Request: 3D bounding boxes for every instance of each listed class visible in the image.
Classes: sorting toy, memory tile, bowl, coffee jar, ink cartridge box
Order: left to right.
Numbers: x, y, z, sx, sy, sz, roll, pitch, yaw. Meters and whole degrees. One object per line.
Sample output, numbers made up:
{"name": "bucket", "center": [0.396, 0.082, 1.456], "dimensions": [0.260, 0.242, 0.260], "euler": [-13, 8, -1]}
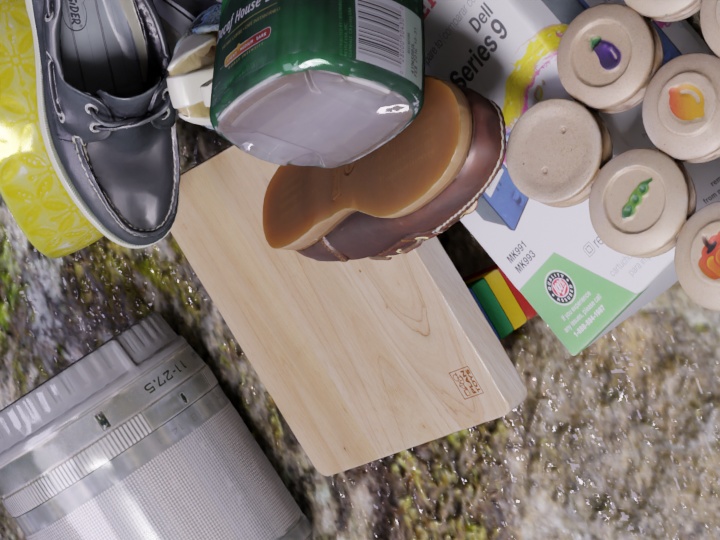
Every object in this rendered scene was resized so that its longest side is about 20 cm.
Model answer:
{"name": "bowl", "center": [-0.158, -0.117, 1.518], "dimensions": [0.107, 0.200, 0.201], "euler": [-16, 110, 8]}
{"name": "coffee jar", "center": [-0.017, -0.157, 1.234], "dimensions": [0.104, 0.085, 0.200], "euler": [-31, 48, 50]}
{"name": "sorting toy", "center": [0.000, 0.000, 1.480], "dimensions": [0.199, 0.070, 0.200], "euler": [-24, 98, 54]}
{"name": "ink cartridge box", "center": [0.099, -0.080, 1.291], "dimensions": [0.200, 0.087, 0.145], "euler": [52, 145, 9]}
{"name": "memory tile", "center": [0.163, -0.095, 1.162], "dimensions": [0.153, 0.017, 0.200], "euler": [35, 101, 30]}

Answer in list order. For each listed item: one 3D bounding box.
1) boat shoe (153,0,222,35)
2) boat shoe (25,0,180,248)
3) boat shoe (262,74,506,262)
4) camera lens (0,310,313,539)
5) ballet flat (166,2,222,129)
{"name": "boat shoe", "center": [-0.107, -0.185, 1.455], "dimensions": [0.199, 0.074, 0.068], "euler": [43, 139, 13]}
{"name": "boat shoe", "center": [-0.135, -0.107, 1.410], "dimensions": [0.066, 0.074, 0.200], "euler": [-168, 67, -66]}
{"name": "boat shoe", "center": [0.024, -0.047, 1.280], "dimensions": [0.200, 0.070, 0.071], "euler": [-18, 63, 62]}
{"name": "camera lens", "center": [-0.138, 0.148, 1.676], "dimensions": [0.200, 0.160, 0.160], "euler": [57, 144, -2]}
{"name": "ballet flat", "center": [-0.064, -0.103, 1.352], "dimensions": [0.200, 0.074, 0.074], "euler": [-1, 117, 60]}
